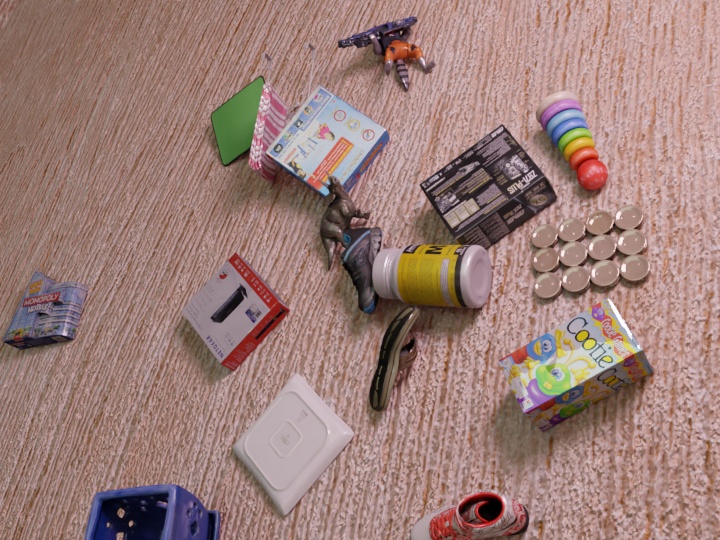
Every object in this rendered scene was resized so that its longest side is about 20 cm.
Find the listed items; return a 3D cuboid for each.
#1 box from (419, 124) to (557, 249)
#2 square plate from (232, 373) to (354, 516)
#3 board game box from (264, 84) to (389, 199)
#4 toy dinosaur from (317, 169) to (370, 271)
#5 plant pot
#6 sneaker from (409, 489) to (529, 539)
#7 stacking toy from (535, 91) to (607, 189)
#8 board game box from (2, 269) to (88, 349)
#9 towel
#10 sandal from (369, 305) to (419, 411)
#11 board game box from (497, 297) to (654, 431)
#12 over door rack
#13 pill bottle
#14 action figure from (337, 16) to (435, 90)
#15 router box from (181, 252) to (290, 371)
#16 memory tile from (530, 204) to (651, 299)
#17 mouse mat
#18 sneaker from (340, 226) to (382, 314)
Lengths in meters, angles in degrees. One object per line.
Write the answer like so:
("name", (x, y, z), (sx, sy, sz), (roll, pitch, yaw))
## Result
("box", (0.239, -0.150, 1.448), (0.200, 0.086, 0.164), (-36, 51, 9))
("square plate", (-0.137, 0.321, 1.446), (0.198, 0.028, 0.200), (-49, 50, -2))
("board game box", (-0.073, -0.275, 1.686), (0.196, 0.056, 0.200), (37, 85, 17))
("toy dinosaur", (-0.045, -0.102, 1.603), (0.102, 0.077, 0.201), (22, 111, 26))
("plant pot", (-0.368, 0.510, 1.380), (0.199, 0.180, 0.201), (-12, 57, 25))
("sneaker", (0.150, 0.385, 1.182), (0.201, 0.108, 0.067), (-18, 56, 22))
("stacking toy", (0.395, -0.232, 1.411), (0.085, 0.085, 0.200), (-25, 58, 17))
("board game box", (-0.803, 0.089, 1.963), (0.199, 0.062, 0.200), (-11, 59, 26))
("towel", (-0.206, -0.310, 1.749), (0.030, 0.146, 0.201), (9, 86, 10))
("sandal", (0.069, 0.161, 1.396), (0.080, 0.057, 0.202), (-165, 93, -75))
("board game box", (0.338, 0.151, 1.204), (0.200, 0.105, 0.103), (-33, 52, 13))
("over door rack", (-0.168, -0.439, 1.865), (0.147, 0.067, 0.201), (-4, 82, 30))
("pill bottle", (0.130, 0.009, 1.406), (0.199, 0.114, 0.115), (2, 65, 31))
("action figure", (0.054, -0.500, 1.756), (0.199, 0.105, 0.194), (-17, 47, -8))
("router box", (-0.271, 0.086, 1.648), (0.180, 0.049, 0.200), (-47, 50, -1))
("memory tile", (0.397, -0.032, 1.331), (0.199, 0.017, 0.154), (-13, 58, 26))
("mouse mat", (-0.292, -0.370, 1.897), (0.200, 0.008, 0.161), (-27, 70, 30))
("sneaker", (0.000, 0.000, 1.506), (0.082, 0.073, 0.200), (3, 52, -1))
